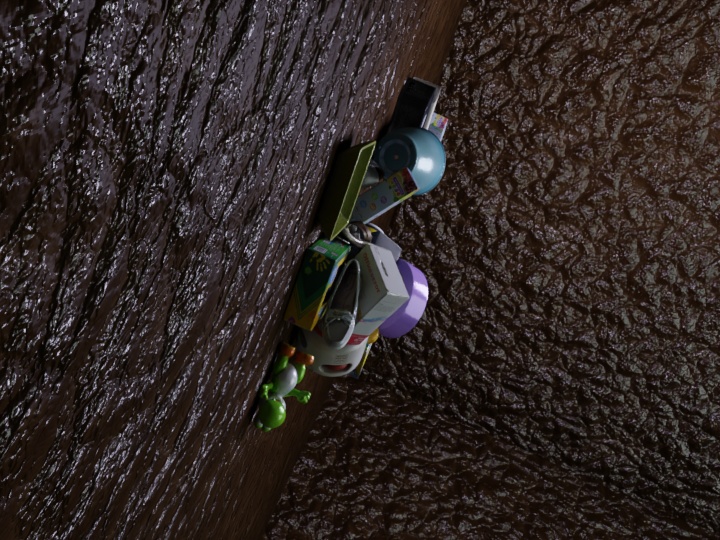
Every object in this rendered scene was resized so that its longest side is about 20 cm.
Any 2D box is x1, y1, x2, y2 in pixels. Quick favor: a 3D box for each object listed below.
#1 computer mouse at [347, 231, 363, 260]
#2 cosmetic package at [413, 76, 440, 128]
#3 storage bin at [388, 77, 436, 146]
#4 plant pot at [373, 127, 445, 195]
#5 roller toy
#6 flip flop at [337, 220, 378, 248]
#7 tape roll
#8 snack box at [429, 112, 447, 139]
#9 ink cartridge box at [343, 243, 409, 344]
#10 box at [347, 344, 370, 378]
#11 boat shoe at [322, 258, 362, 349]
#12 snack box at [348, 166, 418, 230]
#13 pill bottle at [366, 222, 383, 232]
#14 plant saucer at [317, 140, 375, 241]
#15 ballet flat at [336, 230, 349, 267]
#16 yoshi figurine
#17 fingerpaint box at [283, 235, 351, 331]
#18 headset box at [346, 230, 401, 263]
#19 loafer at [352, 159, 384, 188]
[{"bbox_3d":[-0.045,-0.025,1.827,0.202,0.058,0.034,-57,160,-6],"label":"computer mouse"},{"bbox_3d":[0.187,-0.519,2.321,0.201,0.101,0.088,108,4,-55],"label":"cosmetic package"},{"bbox_3d":[0.155,-0.473,2.188,0.136,0.092,0.202,-63,174,-47],"label":"storage bin"},{"bbox_3d":[0.128,-0.322,2.045,0.187,0.197,0.204,-10,123,-67],"label":"plant pot"},{"bbox_3d":[-0.069,0.163,1.801,0.183,0.198,0.141,-46,163,-41],"label":"roller toy"},{"bbox_3d":[0.001,-0.085,1.690,0.081,0.198,0.058,30,-86,51],"label":"flip flop"},{"bbox_3d":[0.086,0.073,1.882,0.198,0.065,0.204,-27,-130,37],"label":"tape roll"},{"bbox_3d":[0.257,-0.562,2.713,0.200,0.140,0.054,69,45,-85],"label":"snack box"},{"bbox_3d":[0.007,0.060,1.682,0.200,0.085,0.150,-43,-128,30],"label":"ink cartridge box"},{"bbox_3d":[-0.051,0.162,2.000,0.202,0.189,0.123,-63,173,-45],"label":"box"},{"bbox_3d":[-0.039,0.074,1.573,0.065,0.073,0.206,90,17,-64],"label":"boat shoe"},{"bbox_3d":[0.051,-0.181,1.780,0.197,0.069,0.169,-30,-178,9],"label":"snack box"},{"bbox_3d":[-0.002,-0.040,2.167,0.113,0.110,0.203,105,7,-59],"label":"pill bottle"},{"bbox_3d":[-0.034,-0.182,1.505,0.200,0.047,0.204,-57,167,-73],"label":"plant saucer"},{"bbox_3d":[-0.058,-0.039,1.796,0.068,0.061,0.204,100,12,-78],"label":"ballet flat"},{"bbox_3d":[-0.178,0.275,1.603,0.204,0.111,0.112,-66,160,-6],"label":"yoshi figurine"},{"bbox_3d":[-0.092,0.023,1.591,0.200,0.072,0.170,-51,162,-76],"label":"fingerpaint box"},{"bbox_3d":[0.000,0.000,1.887,0.198,0.092,0.177,-10,-130,51],"label":"headset box"},{"bbox_3d":[0.013,-0.232,1.685,0.200,0.071,0.074,-59,170,-66],"label":"loafer"}]
